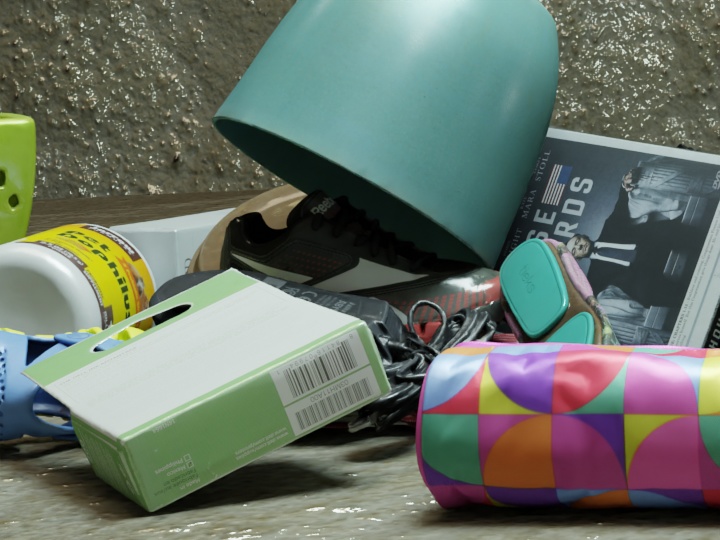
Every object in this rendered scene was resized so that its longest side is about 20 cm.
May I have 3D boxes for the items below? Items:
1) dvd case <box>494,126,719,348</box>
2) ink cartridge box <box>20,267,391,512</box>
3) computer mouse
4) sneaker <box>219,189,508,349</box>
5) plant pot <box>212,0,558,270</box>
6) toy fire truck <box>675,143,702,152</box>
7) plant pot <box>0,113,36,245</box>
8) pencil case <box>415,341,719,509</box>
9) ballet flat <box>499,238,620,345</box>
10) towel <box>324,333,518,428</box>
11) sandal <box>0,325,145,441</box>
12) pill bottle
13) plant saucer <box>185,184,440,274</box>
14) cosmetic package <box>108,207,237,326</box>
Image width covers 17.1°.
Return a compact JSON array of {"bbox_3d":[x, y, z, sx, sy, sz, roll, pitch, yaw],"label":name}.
[{"bbox_3d":[0.158,-0.009,1.503,0.200,0.150,0.025,13,-10,45],"label":"dvd case"},{"bbox_3d":[-0.089,0.060,1.294,0.146,0.048,0.200,-26,15,-18],"label":"ink cartridge box"},{"bbox_3d":[-0.034,0.049,1.391,0.200,0.053,0.138,13,27,27],"label":"computer mouse"},{"bbox_3d":[0.000,0.000,1.472,0.200,0.098,0.071,2,13,18],"label":"sneaker"},{"bbox_3d":[0.032,-0.115,1.504,0.201,0.161,0.201,29,-6,3],"label":"plant pot"},{"bbox_3d":[0.287,0.000,1.709,0.129,0.200,0.176,-47,2,4],"label":"toy fire truck"},{"bbox_3d":[-0.378,-0.039,2.040,0.200,0.182,0.199,-5,5,-14],"label":"plant pot"},{"bbox_3d":[0.128,0.072,1.132,0.200,0.088,0.088,-3,6,15],"label":"pencil case"},{"bbox_3d":[0.125,0.050,1.365,0.069,0.071,0.200,-44,23,16],"label":"ballet flat"},{"bbox_3d":[0.013,0.067,1.444,0.200,0.023,0.144,-2,15,10],"label":"towel"},{"bbox_3d":[-0.202,0.069,1.402,0.200,0.080,0.087,-7,10,-17],"label":"sandal"},{"bbox_3d":[-0.205,0.026,1.644,0.109,0.109,0.200,-2,6,10],"label":"pill bottle"},{"bbox_3d":[-0.023,-0.010,1.620,0.200,0.029,0.200,-6,33,4],"label":"plant saucer"},{"bbox_3d":[-0.099,0.006,1.821,0.071,0.101,0.200,2,9,37],"label":"cosmetic package"}]
